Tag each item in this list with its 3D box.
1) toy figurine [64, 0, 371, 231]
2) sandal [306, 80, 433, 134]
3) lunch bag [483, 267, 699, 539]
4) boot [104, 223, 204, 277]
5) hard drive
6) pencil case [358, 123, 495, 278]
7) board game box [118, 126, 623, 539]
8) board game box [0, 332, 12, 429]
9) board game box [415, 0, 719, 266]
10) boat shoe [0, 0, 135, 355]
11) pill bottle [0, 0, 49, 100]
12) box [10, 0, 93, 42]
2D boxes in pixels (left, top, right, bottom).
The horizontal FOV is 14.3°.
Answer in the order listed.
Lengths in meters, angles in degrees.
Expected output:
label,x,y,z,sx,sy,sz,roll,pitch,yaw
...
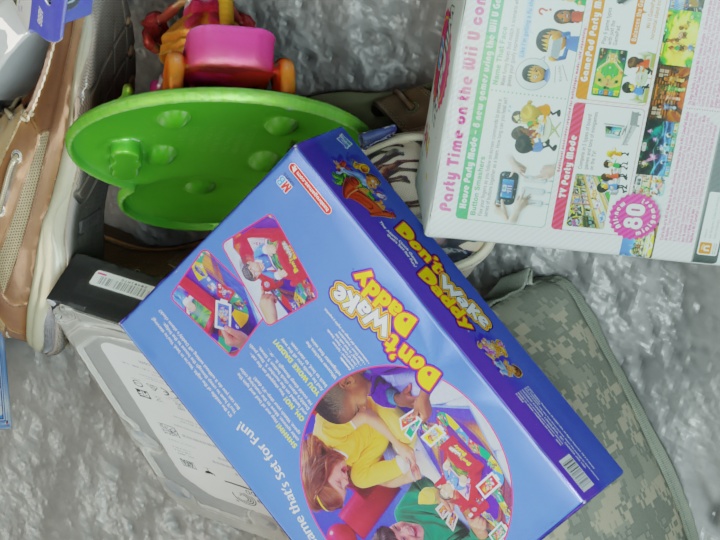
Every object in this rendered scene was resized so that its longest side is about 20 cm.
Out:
label,x,y,z,sx,sy,sz,roll,pitch,yaw
toy figurine,-0.071,-0.135,1.433,0.200,0.150,0.184,118,153,-70
sandal,0.026,-0.058,1.424,0.201,0.057,0.080,-10,97,39
lunch bag,0.069,0.111,1.385,0.118,0.164,0.200,-13,97,35
boot,-0.112,0.019,1.542,0.200,0.075,0.074,9,109,32
hard drive,-0.067,0.077,1.483,0.140,0.038,0.200,17,152,29
pencil case,0.000,0.000,1.402,0.200,0.089,0.078,127,149,-65
board game box,0.002,0.056,1.283,0.134,0.045,0.200,-43,82,31
board game box,-0.245,-0.003,1.581,0.200,0.062,0.200,45,132,52
board game box,0.134,-0.081,1.263,0.200,0.064,0.148,6,116,-7
boat shoe,-0.165,-0.056,1.472,0.072,0.076,0.200,15,102,12
pill bottle,-0.226,-0.189,1.527,0.200,0.111,0.111,48,127,12
box,-0.173,-0.211,1.397,0.200,0.041,0.119,59,158,20
